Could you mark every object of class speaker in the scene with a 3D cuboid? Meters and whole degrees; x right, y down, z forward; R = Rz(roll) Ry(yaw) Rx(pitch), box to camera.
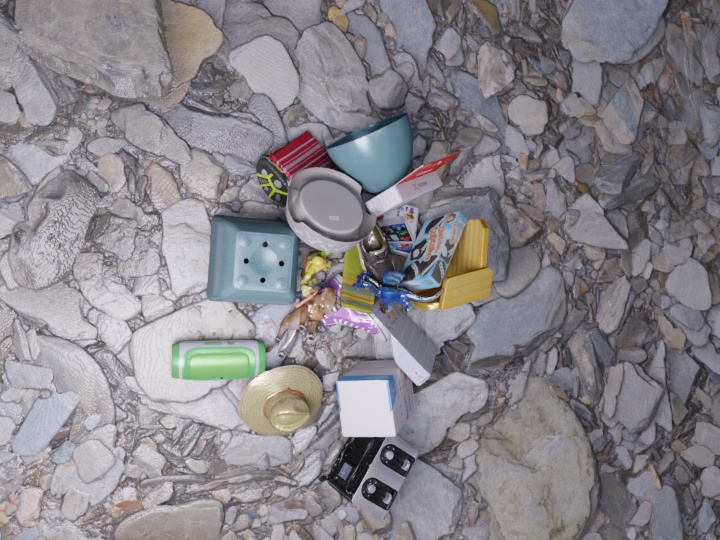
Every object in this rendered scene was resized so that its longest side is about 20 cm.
[{"bbox_3d":[-0.314,0.197,1.362,0.199,0.088,0.089,1,91,-17],"label":"speaker"}]

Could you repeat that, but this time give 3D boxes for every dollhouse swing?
[{"bbox_3d":[0.192,-0.018,1.439,0.181,0.200,0.176,-13,99,-22],"label":"dollhouse swing"}]

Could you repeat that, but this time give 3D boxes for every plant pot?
[{"bbox_3d":[0.039,-0.257,1.403,0.200,0.200,0.135,-29,107,-14],"label":"plant pot"},{"bbox_3d":[-0.222,-0.018,1.323,0.196,0.200,0.197,4,91,-17],"label":"plant pot"}]

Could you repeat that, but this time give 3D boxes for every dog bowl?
[{"bbox_3d":[-0.067,-0.124,1.303,0.199,0.059,0.201,15,50,-18],"label":"dog bowl"}]

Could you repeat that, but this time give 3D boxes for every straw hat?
[{"bbox_3d":[-0.164,0.315,1.378,0.200,0.085,0.202,-9,114,-22],"label":"straw hat"}]

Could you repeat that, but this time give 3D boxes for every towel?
[{"bbox_3d":[-0.099,-0.217,1.403,0.200,0.022,0.145,47,50,-3],"label":"towel"},{"bbox_3d":[0.000,0.000,1.443,0.086,0.018,0.201,16,63,-22],"label":"towel"}]

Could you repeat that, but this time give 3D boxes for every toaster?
[{"bbox_3d":[0.023,0.455,1.427,0.119,0.200,0.181,37,74,-18],"label":"toaster"}]

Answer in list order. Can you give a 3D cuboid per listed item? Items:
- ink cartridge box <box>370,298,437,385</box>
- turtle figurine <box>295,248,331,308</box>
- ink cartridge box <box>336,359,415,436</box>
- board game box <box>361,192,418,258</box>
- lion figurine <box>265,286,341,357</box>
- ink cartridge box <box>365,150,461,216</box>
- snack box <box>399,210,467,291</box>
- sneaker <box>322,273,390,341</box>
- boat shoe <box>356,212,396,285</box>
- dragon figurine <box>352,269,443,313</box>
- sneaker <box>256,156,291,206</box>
[{"bbox_3d":[0.094,0.158,1.451,0.200,0.163,0.057,43,109,0],"label":"ink cartridge box"},{"bbox_3d":[-0.104,-0.005,1.377,0.064,0.161,0.200,29,80,-4],"label":"turtle figurine"},{"bbox_3d":[0.043,0.285,1.417,0.125,0.200,0.129,-6,96,21],"label":"ink cartridge box"},{"bbox_3d":[0.038,-0.112,1.470,0.199,0.035,0.127,14,73,-17],"label":"board game box"},{"bbox_3d":[-0.137,0.112,1.392,0.072,0.200,0.123,46,37,-29],"label":"lion figurine"},{"bbox_3d":[0.131,-0.194,1.394,0.200,0.176,0.045,-29,90,-51],"label":"ink cartridge box"},{"bbox_3d":[0.165,-0.043,1.424,0.037,0.116,0.200,43,57,-25],"label":"snack box"},{"bbox_3d":[-0.026,0.117,1.459,0.114,0.073,0.200,-44,92,-8],"label":"sneaker"},{"bbox_3d":[0.033,-0.042,1.404,0.073,0.065,0.200,-32,102,-15],"label":"boat shoe"},{"bbox_3d":[0.075,0.041,1.361,0.100,0.200,0.059,56,49,-34],"label":"dragon figurine"},{"bbox_3d":[-0.155,-0.188,1.415,0.200,0.075,0.076,44,49,-11],"label":"sneaker"}]
